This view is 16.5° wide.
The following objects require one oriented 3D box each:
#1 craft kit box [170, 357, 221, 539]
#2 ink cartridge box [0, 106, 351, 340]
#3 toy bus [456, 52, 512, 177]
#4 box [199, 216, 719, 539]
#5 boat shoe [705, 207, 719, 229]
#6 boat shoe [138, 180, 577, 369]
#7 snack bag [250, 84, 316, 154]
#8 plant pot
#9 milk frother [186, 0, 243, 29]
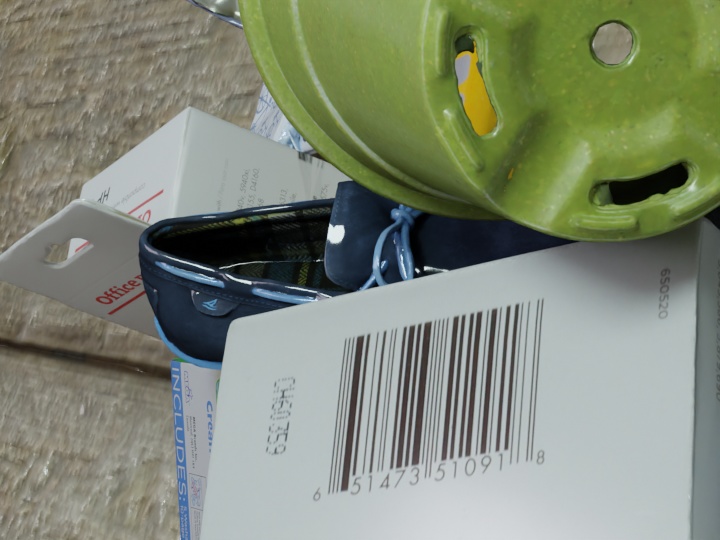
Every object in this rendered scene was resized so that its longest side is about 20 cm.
[{"bbox_3d":[-0.023,0.139,1.082,0.197,0.048,0.200,-174,80,-66],"label":"craft kit box"},{"bbox_3d":[-0.060,-0.010,1.162,0.116,0.200,0.067,-29,46,54],"label":"ink cartridge box"},{"bbox_3d":[0.048,-0.013,1.109,0.078,0.065,0.200,-26,48,53],"label":"toy bus"},{"bbox_3d":[0.056,0.111,0.851,0.199,0.131,0.200,-13,57,32],"label":"box"},{"bbox_3d":[0.137,-0.067,0.976,0.200,0.062,0.071,-67,27,9],"label":"boat shoe"},{"bbox_3d":[0.000,0.000,1.019,0.200,0.069,0.084,-12,41,15],"label":"boat shoe"},{"bbox_3d":[-0.011,-0.144,1.337,0.200,0.021,0.189,173,116,-73],"label":"snack bag"},{"bbox_3d":[0.066,-0.092,0.830,0.200,0.200,0.190,-65,14,10],"label":"plant pot"},{"bbox_3d":[0.040,-0.183,1.107,0.200,0.180,0.188,38,117,40],"label":"milk frother"}]
